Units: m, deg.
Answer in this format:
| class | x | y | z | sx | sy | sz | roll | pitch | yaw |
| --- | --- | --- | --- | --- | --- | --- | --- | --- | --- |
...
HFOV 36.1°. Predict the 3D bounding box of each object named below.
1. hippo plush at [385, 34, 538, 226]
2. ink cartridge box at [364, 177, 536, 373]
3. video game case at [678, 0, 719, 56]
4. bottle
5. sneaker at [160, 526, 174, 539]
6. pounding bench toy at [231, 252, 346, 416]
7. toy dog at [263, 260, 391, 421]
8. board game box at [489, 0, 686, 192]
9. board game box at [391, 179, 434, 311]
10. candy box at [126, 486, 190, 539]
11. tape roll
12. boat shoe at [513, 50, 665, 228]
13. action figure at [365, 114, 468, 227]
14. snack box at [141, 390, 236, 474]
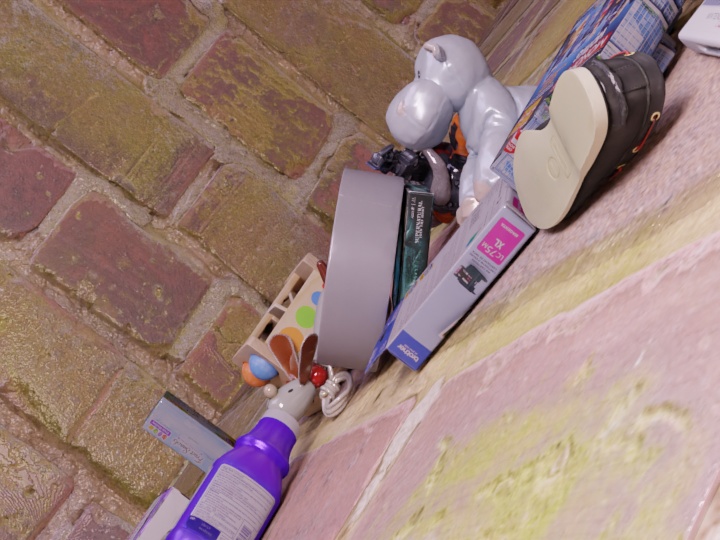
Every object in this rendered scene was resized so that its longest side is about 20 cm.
| class | x | y | z | sx | sy | sz | roll | pitch | yaw |
| --- | --- | --- | --- | --- | --- | --- | --- | --- | --- |
| hippo plush | 0.115 | -0.156 | 1.071 | 0.201 | 0.160 | 0.159 | -53 | 4 | 7 |
| ink cartridge box | 0.082 | 0.007 | 0.972 | 0.200 | 0.042 | 0.120 | -50 | 6 | 24 |
| video game case | 0.283 | -0.218 | 0.680 | 0.201 | 0.023 | 0.182 | -53 | 5 | 13 |
| bottle | -0.126 | 0.234 | 1.156 | 0.065 | 0.083 | 0.201 | -48 | 8 | 50 |
| sneaker | -0.186 | 0.301 | 1.306 | 0.107 | 0.074 | 0.200 | -60 | 6 | -32 |
| pounding bench toy | -0.080 | 0.099 | 1.414 | 0.157 | 0.124 | 0.200 | -56 | 5 | -20 |
| toy dog | -0.051 | 0.071 | 1.264 | 0.131 | 0.096 | 0.202 | -23 | 32 | 49 |
| board game box | 0.194 | -0.155 | 0.895 | 0.201 | 0.061 | 0.200 | -57 | 5 | -17 |
| board game box | 0.052 | -0.022 | 1.162 | 0.200 | 0.028 | 0.138 | -91 | 6 | -83 |
| candy box | -0.348 | 0.458 | 1.838 | 0.169 | 0.071 | 0.200 | -56 | 6 | -24 |
| tape roll | 0.000 | 0.000 | 1.140 | 0.200 | 0.065 | 0.204 | -171 | 90 | -90 |
| boat shoe | 0.157 | -0.087 | 0.788 | 0.062 | 0.075 | 0.202 | -18 | -16 | -13 |
| action figure | 0.106 | -0.123 | 1.285 | 0.198 | 0.105 | 0.195 | -12 | -37 | -49 |
| snack box | -0.285 | 0.282 | 1.886 | 0.068 | 0.168 | 0.200 | -54 | 4 | -9 |
